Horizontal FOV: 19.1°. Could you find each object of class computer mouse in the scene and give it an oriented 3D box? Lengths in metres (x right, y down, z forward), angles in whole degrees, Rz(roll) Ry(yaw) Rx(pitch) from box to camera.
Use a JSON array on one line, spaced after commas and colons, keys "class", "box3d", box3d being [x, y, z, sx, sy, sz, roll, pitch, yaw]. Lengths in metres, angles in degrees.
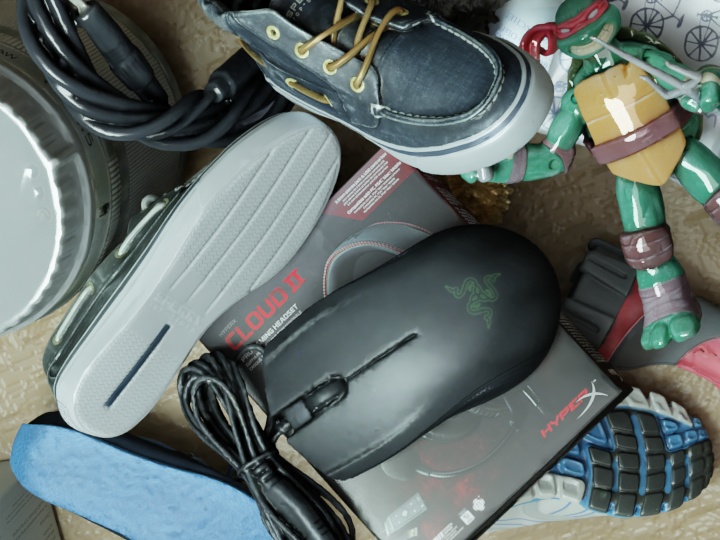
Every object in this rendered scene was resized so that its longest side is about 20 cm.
[{"class": "computer mouse", "box3d": [0.011, 0.053, 1.065, 0.200, 0.053, 0.139, -37, 80, 8]}]

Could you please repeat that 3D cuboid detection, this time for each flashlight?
[{"class": "flashlight", "box3d": [0.201, 0.056, 1.172, 0.199, 0.068, 0.068, 29, 110, 4]}]

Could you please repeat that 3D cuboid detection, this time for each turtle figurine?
[{"class": "turtle figurine", "box3d": [0.137, -0.067, 1.064, 0.149, 0.101, 0.201, -24, 104, 39]}]

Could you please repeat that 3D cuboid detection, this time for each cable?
[{"class": "cable", "box3d": [-0.080, -0.142, 1.100, 0.051, 0.199, 0.164, -7, 82, 50]}]

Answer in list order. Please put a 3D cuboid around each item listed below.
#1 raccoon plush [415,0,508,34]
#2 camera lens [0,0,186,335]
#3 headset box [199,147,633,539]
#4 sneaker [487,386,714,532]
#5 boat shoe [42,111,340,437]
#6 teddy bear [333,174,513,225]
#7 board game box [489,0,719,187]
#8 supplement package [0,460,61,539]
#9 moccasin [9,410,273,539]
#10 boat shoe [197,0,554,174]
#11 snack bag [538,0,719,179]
[{"class": "raccoon plush", "box3d": [0.022, -0.185, 1.114, 0.200, 0.096, 0.134, -56, 51, 25]}, {"class": "camera lens", "box3d": [-0.192, -0.060, 1.157, 0.159, 0.200, 0.161, 4, 109, 13]}, {"class": "headset box", "box3d": [0.022, 0.041, 1.130, 0.149, 0.075, 0.200, -43, 80, 6]}, {"class": "sneaker", "box3d": [0.100, 0.113, 1.219, 0.199, 0.087, 0.075, -4, 75, -6]}, {"class": "boat shoe", "box3d": [-0.096, -0.009, 1.095, 0.200, 0.071, 0.072, -48, 135, -2]}, {"class": "teddy bear", "box3d": [0.000, 0.000, 1.203, 0.199, 0.067, 0.146, 0, 105, 13]}, {"class": "board game box", "box3d": [0.181, -0.155, 1.122, 0.199, 0.043, 0.200, 33, 112, 1]}, {"class": "supplement package", "box3d": [-0.261, 0.241, 1.295, 0.150, 0.152, 0.201, -9, 105, 16]}, {"class": "moccasin", "box3d": [-0.107, 0.131, 1.271, 0.199, 0.068, 0.081, 31, 104, 1]}, {"class": "boat shoe", "box3d": [-0.002, -0.106, 1.017, 0.091, 0.200, 0.071, 39, 78, -40]}, {"class": "snack bag", "box3d": [0.206, -0.125, 1.091, 0.199, 0.021, 0.189, 21, 112, 7]}]
